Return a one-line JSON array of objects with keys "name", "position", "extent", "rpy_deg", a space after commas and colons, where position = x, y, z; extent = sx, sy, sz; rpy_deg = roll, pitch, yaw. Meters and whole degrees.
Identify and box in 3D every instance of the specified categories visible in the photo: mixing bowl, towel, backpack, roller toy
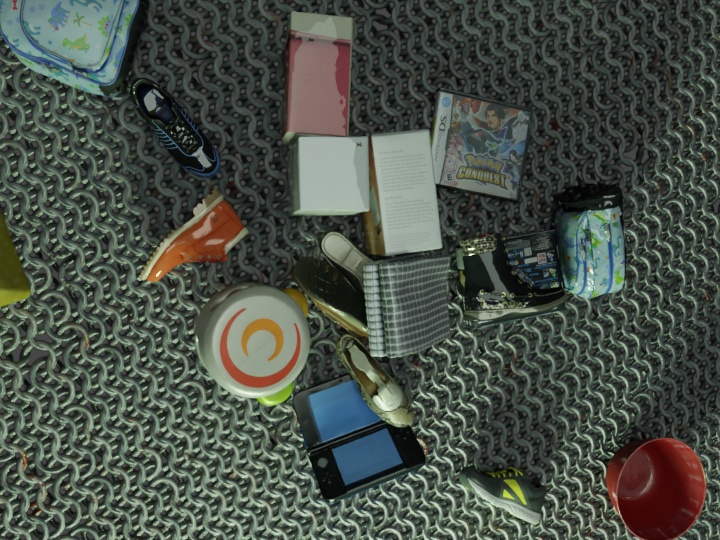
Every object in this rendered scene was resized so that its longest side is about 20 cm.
[{"name": "mixing bowl", "position": [0.567, 0.420, 1.334], "extent": [0.197, 0.108, 0.204], "rpy_deg": [0, 92, -13]}, {"name": "towel", "position": [0.091, 0.056, 1.184], "extent": [0.199, 0.085, 0.169], "rpy_deg": [-11, 95, -52]}, {"name": "backpack", "position": [-0.464, -0.398, 1.068], "extent": [0.197, 0.147, 0.186], "rpy_deg": [16, 86, -9]}, {"name": "backpack", "position": [0.440, -0.050, 1.278], "extent": [0.152, 0.163, 0.202], "rpy_deg": [-24, 103, -2]}, {"name": "roller toy", "position": [-0.187, 0.112, 1.147], "extent": [0.180, 0.139, 0.203], "rpy_deg": [20, 85, -23]}]

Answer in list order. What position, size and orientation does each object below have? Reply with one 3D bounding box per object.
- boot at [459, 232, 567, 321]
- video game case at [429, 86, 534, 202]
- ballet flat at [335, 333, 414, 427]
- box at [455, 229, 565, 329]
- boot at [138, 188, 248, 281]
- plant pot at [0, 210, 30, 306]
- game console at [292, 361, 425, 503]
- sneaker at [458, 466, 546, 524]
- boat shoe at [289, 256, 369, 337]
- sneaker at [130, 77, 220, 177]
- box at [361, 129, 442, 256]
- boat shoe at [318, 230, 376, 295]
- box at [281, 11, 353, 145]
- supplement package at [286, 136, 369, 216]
[{"name": "boot", "position": [0.278, 0.005, 1.230], "extent": [0.200, 0.073, 0.156], "rpy_deg": [-9, 92, -11]}, {"name": "video game case", "position": [0.226, -0.238, 1.282], "extent": [0.197, 0.025, 0.184], "rpy_deg": [9, 90, -12]}, {"name": "ballet flat", "position": [0.022, 0.194, 1.193], "extent": [0.068, 0.075, 0.201], "rpy_deg": [-37, 75, -11]}, {"name": "box", "position": [0.291, 0.015, 1.293], "extent": [0.197, 0.046, 0.162], "rpy_deg": [-11, 94, -12]}, {"name": "boot", "position": [-0.286, -0.036, 1.158], "extent": [0.200, 0.075, 0.107], "rpy_deg": [-44, 105, -9]}, {"name": "plant pot", "position": [-0.660, -0.017, 1.023], "extent": [0.197, 0.176, 0.203], "rpy_deg": [-19, 95, -10]}, {"name": "game console", "position": [-0.003, 0.287, 1.205], "extent": [0.197, 0.171, 0.120], "rpy_deg": [-19, 128, -10]}, {"name": "sneaker", "position": [0.276, 0.415, 1.298], "extent": [0.199, 0.074, 0.085], "rpy_deg": [32, 79, -20]}, {"name": "boat shoe", "position": [-0.045, 0.058, 1.204], "extent": [0.199, 0.074, 0.076], "rpy_deg": [38, 54, -3]}, {"name": "sneaker", "position": [-0.317, -0.240, 1.139], "extent": [0.070, 0.078, 0.200], "rpy_deg": [-45, 99, -7]}, {"name": "box", "position": [0.063, -0.133, 1.186], "extent": [0.105, 0.152, 0.204], "rpy_deg": [-8, 93, -11]}, {"name": "boat shoe", "position": [0.000, 0.000, 1.233], "extent": [0.200, 0.057, 0.067], "rpy_deg": [44, 85, -15]}, {"name": "box", "position": [-0.078, -0.324, 1.162], "extent": [0.107, 0.128, 0.204], "rpy_deg": [2, 91, -11]}, {"name": "supplement package", "position": [-0.060, -0.154, 1.134], "extent": [0.115, 0.200, 0.119], "rpy_deg": [-1, 92, -12]}]
